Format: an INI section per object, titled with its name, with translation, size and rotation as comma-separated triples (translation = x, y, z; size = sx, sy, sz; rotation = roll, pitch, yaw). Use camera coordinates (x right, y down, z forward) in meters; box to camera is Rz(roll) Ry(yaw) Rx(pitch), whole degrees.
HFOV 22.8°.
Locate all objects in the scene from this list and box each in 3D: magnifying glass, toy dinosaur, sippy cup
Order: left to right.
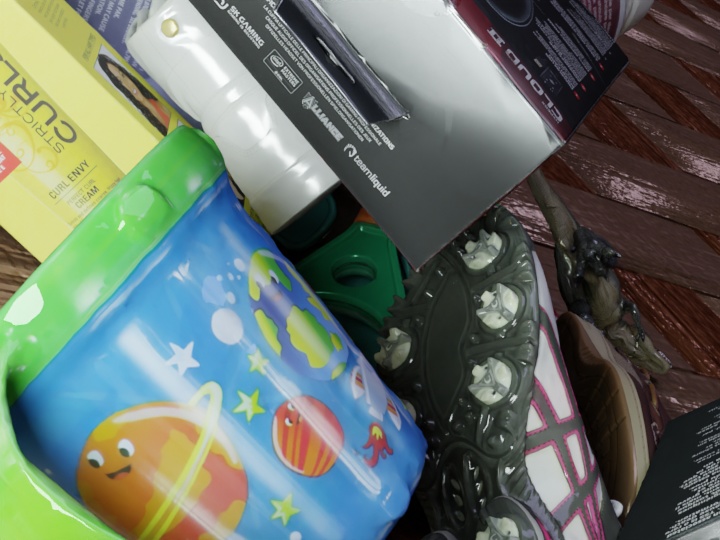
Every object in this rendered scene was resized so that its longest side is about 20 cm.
[sippy cup]
translation = -0.053, 0.048, 0.557
size = 0.130, 0.140, 0.178
rotation = 43, 58, -6
[magnifying glass]
translation = 0.000, 0.000, 0.763
size = 0.079, 0.023, 0.201
rotation = 12, 45, 15
[toy dinosaur]
translation = 0.125, 0.000, 0.991
size = 0.088, 0.047, 0.201
rotation = -91, 158, -59

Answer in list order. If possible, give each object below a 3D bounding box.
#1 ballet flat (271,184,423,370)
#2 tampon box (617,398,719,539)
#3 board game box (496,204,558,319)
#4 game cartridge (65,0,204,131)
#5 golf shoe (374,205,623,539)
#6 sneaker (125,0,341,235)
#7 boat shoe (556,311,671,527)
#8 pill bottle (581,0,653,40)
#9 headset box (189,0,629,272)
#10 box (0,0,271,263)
[ballet flat]
translation = -0.005, 0.004, 0.839
size = 0.072, 0.068, 0.200
rotation = 42, 5, -44
[tampon box]
translation = 0.193, 0.124, 0.687
size = 0.151, 0.125, 0.200
rotation = 62, 21, -1
[board game box]
translation = 0.058, -0.009, 1.007
size = 0.095, 0.030, 0.200
rotation = 27, 18, -21
[game cartridge]
translation = -0.108, -0.136, 0.817
size = 0.132, 0.041, 0.201
rotation = 30, 49, -20
[golf shoe]
translation = 0.056, 0.075, 0.676
size = 0.088, 0.077, 0.202
rotation = 29, 49, -43
[sneaker]
translation = -0.033, -0.088, 0.752
size = 0.116, 0.073, 0.200
rotation = 51, 12, -1
[boat shoe]
translation = 0.123, 0.083, 0.830
size = 0.071, 0.073, 0.200
rotation = 29, 14, -10
[pill bottle]
translation = 0.065, -0.134, 0.915
size = 0.114, 0.115, 0.199
rotation = 40, 44, 17
[headset box]
translation = 0.018, -0.097, 0.678
size = 0.149, 0.077, 0.200
rotation = 49, 23, -2
[box]
translation = -0.127, -0.061, 0.688
size = 0.200, 0.075, 0.050
rotation = 46, 16, -19
